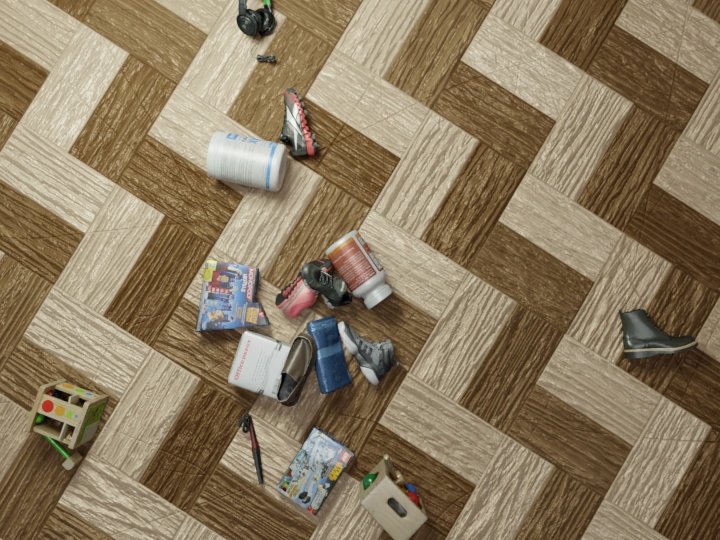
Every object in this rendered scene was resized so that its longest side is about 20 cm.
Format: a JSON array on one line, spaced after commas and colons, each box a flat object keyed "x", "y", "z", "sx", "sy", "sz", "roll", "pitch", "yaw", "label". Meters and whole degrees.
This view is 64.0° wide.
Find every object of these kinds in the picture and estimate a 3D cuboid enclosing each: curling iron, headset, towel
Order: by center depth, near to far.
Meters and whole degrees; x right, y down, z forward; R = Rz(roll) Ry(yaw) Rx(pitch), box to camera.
[{"x": -0.087, "y": 0.231, "z": 1.584, "sx": 0.048, "sy": 0.111, "sz": 0.203, "roll": -13, "pitch": 88, "yaw": 34, "label": "towel"}, {"x": -0.280, "y": -0.692, "z": 1.608, "sx": 0.093, "sy": 0.123, "sz": 0.203, "roll": 15, "pitch": 119, "yaw": 25, "label": "headset"}, {"x": -0.304, "y": 0.499, "z": 1.612, "sx": 0.049, "sy": 0.025, "sz": 0.203, "roll": -16, "pitch": 93, "yaw": -38, "label": "curling iron"}]

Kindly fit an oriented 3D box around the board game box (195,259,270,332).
[{"x": -0.344, "y": 0.085, "z": 1.609, "sx": 0.197, "sy": 0.062, "sz": 0.203, "roll": 9, "pitch": 88, "yaw": -2, "label": "board game box"}]

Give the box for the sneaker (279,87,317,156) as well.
[{"x": -0.191, "y": -0.412, "z": 1.621, "sx": 0.097, "sy": 0.071, "sz": 0.203, "roll": -18, "pitch": 90, "yaw": -4, "label": "sneaker"}]

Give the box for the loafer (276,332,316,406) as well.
[{"x": -0.169, "y": 0.263, "z": 1.510, "sx": 0.072, "sy": 0.071, "sz": 0.203, "roll": 14, "pitch": 88, "yaw": 15, "label": "loafer"}]

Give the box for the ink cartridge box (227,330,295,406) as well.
[{"x": -0.246, "y": 0.267, "z": 1.593, "sx": 0.197, "sy": 0.086, "sz": 0.148, "roll": 19, "pitch": 88, "yaw": 1, "label": "ink cartridge box"}]

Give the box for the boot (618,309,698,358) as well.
[{"x": 0.835, "y": 0.165, "z": 1.619, "sx": 0.197, "sy": 0.077, "sz": 0.141, "roll": -8, "pitch": 84, "yaw": -2, "label": "boot"}]

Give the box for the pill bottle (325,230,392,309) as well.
[{"x": 0.000, "y": 0.000, "z": 1.591, "sx": 0.111, "sy": 0.112, "sz": 0.201, "roll": -34, "pitch": 89, "yaw": -2, "label": "pill bottle"}]

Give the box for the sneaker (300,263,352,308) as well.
[{"x": -0.083, "y": 0.038, "z": 1.548, "sx": 0.089, "sy": 0.200, "sz": 0.067, "roll": -4, "pitch": 57, "yaw": 29, "label": "sneaker"}]

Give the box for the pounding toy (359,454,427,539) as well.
[{"x": 0.084, "y": 0.589, "z": 1.538, "sx": 0.142, "sy": 0.184, "sz": 0.200, "roll": -44, "pitch": 89, "yaw": -2, "label": "pounding toy"}]

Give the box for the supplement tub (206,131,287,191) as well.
[{"x": -0.309, "y": -0.300, "z": 1.586, "sx": 0.197, "sy": 0.132, "sz": 0.134, "roll": 12, "pitch": 88, "yaw": -1, "label": "supplement tub"}]

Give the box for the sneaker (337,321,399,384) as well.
[{"x": 0.025, "y": 0.209, "z": 1.606, "sx": 0.113, "sy": 0.075, "sz": 0.201, "roll": -33, "pitch": 95, "yaw": -2, "label": "sneaker"}]

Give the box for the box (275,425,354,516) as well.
[{"x": -0.126, "y": 0.557, "z": 1.608, "sx": 0.136, "sy": 0.040, "sz": 0.201, "roll": 33, "pitch": 88, "yaw": 1, "label": "box"}]

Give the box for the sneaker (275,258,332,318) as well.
[{"x": -0.148, "y": 0.050, "z": 1.620, "sx": 0.200, "sy": 0.074, "sz": 0.087, "roll": -44, "pitch": 121, "yaw": -9, "label": "sneaker"}]

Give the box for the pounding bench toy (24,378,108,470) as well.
[{"x": -0.814, "y": 0.419, "z": 1.561, "sx": 0.154, "sy": 0.124, "sz": 0.203, "roll": 19, "pitch": 88, "yaw": 0, "label": "pounding bench toy"}]
